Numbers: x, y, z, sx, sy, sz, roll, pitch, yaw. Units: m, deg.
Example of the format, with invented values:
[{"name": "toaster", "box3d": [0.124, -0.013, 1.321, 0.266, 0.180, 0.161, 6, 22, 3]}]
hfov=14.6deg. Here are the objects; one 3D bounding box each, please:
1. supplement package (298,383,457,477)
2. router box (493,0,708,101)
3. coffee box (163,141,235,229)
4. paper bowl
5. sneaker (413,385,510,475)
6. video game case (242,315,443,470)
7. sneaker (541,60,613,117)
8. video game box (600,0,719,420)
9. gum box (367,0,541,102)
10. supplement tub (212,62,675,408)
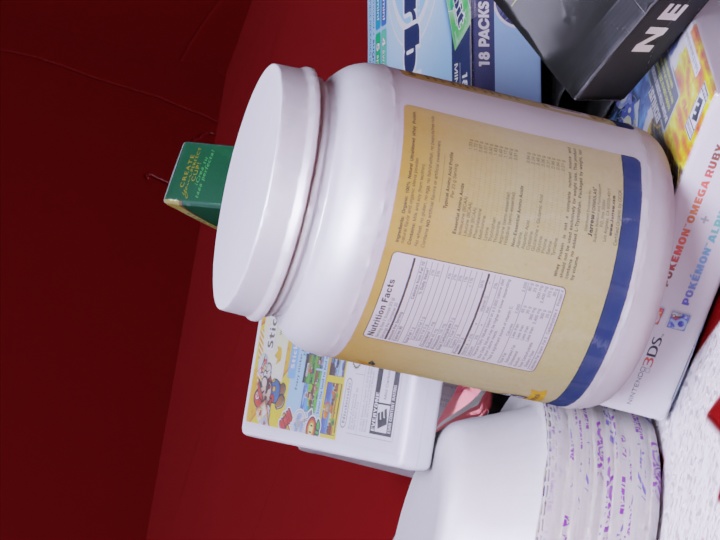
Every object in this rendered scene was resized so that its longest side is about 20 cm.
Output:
[{"name": "supplement package", "box3d": [0.045, 0.023, 1.805, 0.121, 0.119, 0.201, 129, 155, -69]}, {"name": "router box", "box3d": [0.134, -0.205, 1.387, 0.200, 0.051, 0.149, -50, 64, 30]}, {"name": "coffee box", "box3d": [-0.012, -0.031, 1.678, 0.200, 0.123, 0.044, 8, 76, 48]}, {"name": "paper bowl", "box3d": [0.076, 0.156, 1.454, 0.201, 0.104, 0.202, -167, 90, -81]}, {"name": "sneaker", "box3d": [0.095, 0.067, 1.648, 0.201, 0.073, 0.087, -63, 1, 39]}, {"name": "video game case", "box3d": [0.000, 0.000, 1.520, 0.182, 0.023, 0.201, 5, 86, 60]}, {"name": "sneaker", "box3d": [0.099, -0.119, 1.590, 0.200, 0.060, 0.105, -107, 29, -59]}, {"name": "video game box", "box3d": [0.158, -0.051, 1.452, 0.200, 0.047, 0.183, -93, 17, -62]}, {"name": "gum box", "box3d": [0.050, -0.145, 1.576, 0.200, 0.044, 0.171, 163, 108, -74]}, {"name": "supplement tub", "box3d": [0.038, -0.020, 1.364, 0.144, 0.199, 0.145, -167, 90, -78]}]
